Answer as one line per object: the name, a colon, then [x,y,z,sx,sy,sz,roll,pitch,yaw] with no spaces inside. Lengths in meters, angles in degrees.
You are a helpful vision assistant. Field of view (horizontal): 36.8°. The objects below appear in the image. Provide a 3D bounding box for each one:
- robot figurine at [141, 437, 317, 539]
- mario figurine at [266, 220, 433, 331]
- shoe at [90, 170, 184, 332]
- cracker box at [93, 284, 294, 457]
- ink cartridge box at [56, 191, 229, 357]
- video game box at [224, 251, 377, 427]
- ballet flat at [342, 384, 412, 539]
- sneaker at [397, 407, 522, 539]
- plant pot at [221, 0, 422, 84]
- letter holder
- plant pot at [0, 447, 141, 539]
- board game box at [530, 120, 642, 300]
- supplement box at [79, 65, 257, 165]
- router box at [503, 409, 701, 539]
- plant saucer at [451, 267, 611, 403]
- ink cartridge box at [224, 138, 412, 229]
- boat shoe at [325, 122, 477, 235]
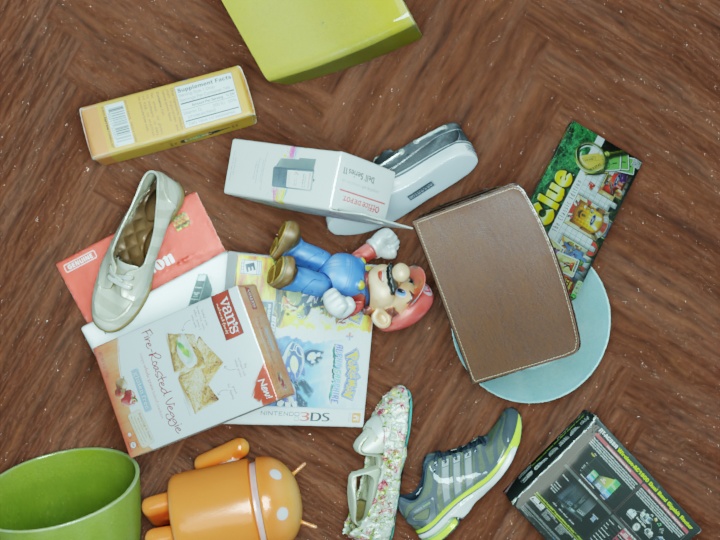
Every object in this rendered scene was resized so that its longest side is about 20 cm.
robot figurine: [-0.155,0.284,1.283,0.198,0.144,0.118,-11,114,-3]
mario figurine: [0.000,0.000,1.240,0.199,0.106,0.125,18,84,-22]
shoe: [-0.270,-0.025,1.275,0.069,0.053,0.201,17,77,14]
cracker box: [-0.189,0.114,1.224,0.199,0.058,0.135,-23,83,16]
ink cartridge box: [-0.244,0.026,1.305,0.199,0.044,0.175,-28,95,-3]
video game box: [-0.076,0.085,1.293,0.181,0.047,0.202,4,92,-25]
ballet flat: [0.019,0.238,1.312,0.063,0.076,0.202,7,90,-22]
sneaker: [0.121,0.242,1.325,0.081,0.074,0.200,41,87,-1]
plant pot: [-0.056,-0.318,1.242,0.175,0.200,0.201,-29,94,9]
letter holder: [0.168,0.006,1.239,0.141,0.101,0.202,-19,95,22]
plant pot: [-0.331,0.339,1.256,0.185,0.187,0.202,-8,108,-4]
board game box: [0.258,-0.074,1.323,0.104,0.023,0.201,29,75,0]
supplement box: [-0.226,-0.183,1.288,0.198,0.067,0.069,-14,90,-4]
router box: [0.297,0.296,1.342,0.150,0.062,0.200,-43,94,-1]
plant saucer: [0.208,0.061,1.341,0.199,0.039,0.203,0,93,-4]
ink cartridge box: [-0.042,-0.098,1.231,0.199,0.117,0.068,12,90,34]
boat shoe: [0.042,-0.114,1.312,0.199,0.072,0.068,-30,60,11]
